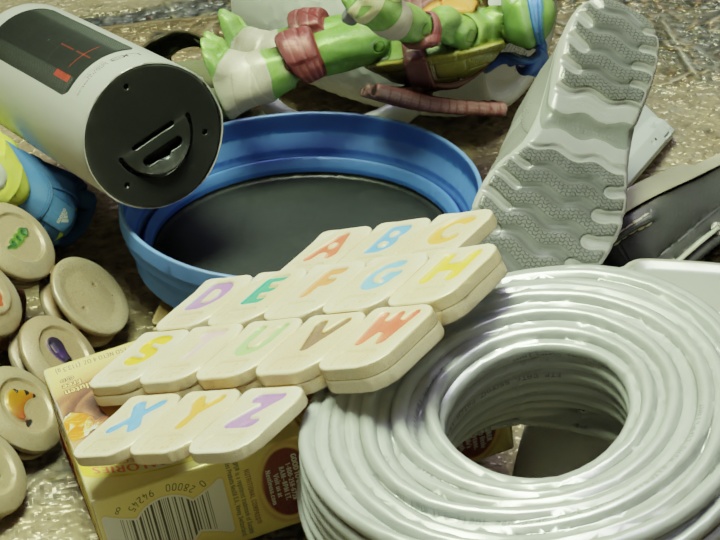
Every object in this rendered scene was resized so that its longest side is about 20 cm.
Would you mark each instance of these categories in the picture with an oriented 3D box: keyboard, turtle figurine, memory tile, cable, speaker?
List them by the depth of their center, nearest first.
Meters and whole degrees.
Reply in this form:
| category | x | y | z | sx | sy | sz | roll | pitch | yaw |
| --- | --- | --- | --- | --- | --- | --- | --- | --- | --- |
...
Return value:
| category | x | y | z | sx | sy | sz | roll | pitch | yaw |
| --- | --- | --- | --- | --- | --- | --- | --- | --- | --- |
| cable | 0.071 | 0.075 | 0.816 | 0.199 | 0.069 | 0.200 | -9 | 37 | 4 |
| memory tile | -0.200 | 0.026 | 0.993 | 0.153 | 0.017 | 0.200 | 41 | 33 | -13 |
| speaker | -0.151 | -0.095 | 1.113 | 0.081 | 0.081 | 0.200 | -18 | 24 | -23 |
| turtle figurine | 0.002 | -0.171 | 1.131 | 0.193 | 0.200 | 0.144 | -16 | 50 | 12 |
| keyboard | 0.132 | -0.062 | 1.168 | 0.056 | 0.011 | 0.200 | 40 | 37 | 5 |

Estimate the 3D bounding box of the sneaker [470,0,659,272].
| category | x | y | z | sx | sy | sz | roll | pitch | yaw |
| --- | --- | --- | --- | --- | --- | --- | --- | --- | --- |
| sneaker | 0.105 | -0.046 | 1.063 | 0.075 | 0.082 | 0.200 | 28 | 65 | 0 |

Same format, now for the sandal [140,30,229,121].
| category | x | y | z | sx | sy | sz | roll | pitch | yaw |
| --- | --- | --- | --- | --- | --- | --- | --- | --- | --- |
| sandal | -0.109 | -0.122 | 1.240 | 0.080 | 0.058 | 0.201 | -16 | 9 | -3 |

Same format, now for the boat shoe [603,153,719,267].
| category | x | y | z | sx | sy | sz | roll | pitch | yaw |
| --- | --- | --- | --- | --- | --- | --- | --- | --- | --- |
| boat shoe | 0.210 | -0.033 | 1.126 | 0.200 | 0.073 | 0.063 | -19 | 77 | -34 |

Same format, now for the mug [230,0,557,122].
| category | x | y | z | sx | sy | sz | roll | pitch | yaw |
| --- | --- | --- | --- | --- | --- | --- | --- | --- | --- |
| mug | 0.015 | -0.156 | 1.261 | 0.175 | 0.148 | 0.200 | 24 | 61 | 27 |

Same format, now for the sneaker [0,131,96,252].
| category | x | y | z | sx | sy | sz | roll | pitch | yaw |
| --- | --- | --- | --- | --- | --- | --- | --- | --- | --- |
| sneaker | -0.219 | -0.045 | 1.173 | 0.105 | 0.076 | 0.200 | 32 | -2 | -22 |

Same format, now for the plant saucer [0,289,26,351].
| category | x | y | z | sx | sy | sz | roll | pitch | yaw |
| --- | --- | --- | --- | --- | --- | --- | --- | --- | --- |
| plant saucer | -0.276 | -0.001 | 1.056 | 0.200 | 0.032 | 0.200 | 14 | 16 | -4 |

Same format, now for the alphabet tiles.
| category | x | y | z | sx | sy | sz | roll | pitch | yaw |
| --- | --- | --- | --- | --- | --- | --- | --- | --- | --- |
| alphabet tiles | -0.033 | 0.026 | 0.883 | 0.200 | 0.015 | 0.196 | -7 | 26 | 46 |

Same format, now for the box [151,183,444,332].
| category | x | y | z | sx | sy | sz | roll | pitch | yaw |
| --- | --- | --- | --- | --- | --- | --- | --- | --- | --- |
| box | 0.000 | 0.000 | 1.105 | 0.199 | 0.021 | 0.164 | 2 | 31 | 11 |

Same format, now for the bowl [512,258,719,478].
| category | x | y | z | sx | sy | sz | roll | pitch | yaw |
| --- | --- | --- | --- | --- | --- | --- | --- | --- | --- |
| bowl | 0.177 | 0.062 | 0.938 | 0.199 | 0.075 | 0.200 | 6 | 34 | 17 |

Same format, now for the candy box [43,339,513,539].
| category | x | y | z | sx | sy | sz | roll | pitch | yaw |
| --- | --- | --- | --- | --- | --- | --- | --- | --- | --- |
| candy box | -0.041 | 0.066 | 0.949 | 0.199 | 0.055 | 0.115 | -17 | 34 | -11 |

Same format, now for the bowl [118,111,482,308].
| category | x | y | z | sx | sy | sz | roll | pitch | yaw |
| --- | --- | --- | --- | --- | --- | --- | --- | --- | --- |
| bowl | -0.032 | -0.028 | 1.095 | 0.200 | 0.039 | 0.201 | -2 | 30 | 1 |
